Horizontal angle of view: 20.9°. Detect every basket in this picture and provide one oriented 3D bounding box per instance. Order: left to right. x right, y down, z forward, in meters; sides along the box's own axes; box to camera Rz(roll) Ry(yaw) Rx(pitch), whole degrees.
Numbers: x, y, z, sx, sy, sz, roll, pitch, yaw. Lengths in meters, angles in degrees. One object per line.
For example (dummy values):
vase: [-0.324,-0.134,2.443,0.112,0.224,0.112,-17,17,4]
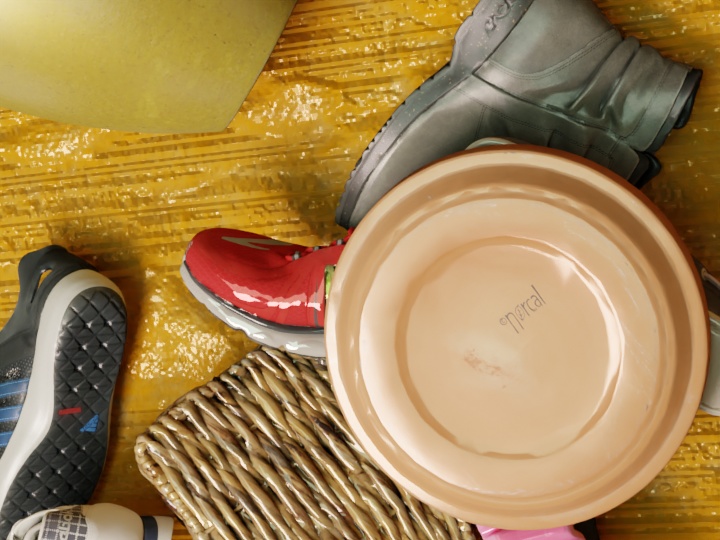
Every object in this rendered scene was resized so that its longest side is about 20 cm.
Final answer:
basket: [-0.022,0.141,1.135,0.142,0.149,0.200,-37,83,-8]

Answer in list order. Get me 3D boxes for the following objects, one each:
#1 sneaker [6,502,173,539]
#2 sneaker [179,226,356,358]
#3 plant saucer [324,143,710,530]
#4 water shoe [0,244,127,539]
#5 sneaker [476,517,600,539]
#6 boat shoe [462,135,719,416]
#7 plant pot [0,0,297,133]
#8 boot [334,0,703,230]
sneaker: [-0.179,0.174,1.161,0.200,0.080,0.077,-38,44,57]
sneaker: [0.000,0.000,1.063,0.199,0.077,0.085,14,124,10]
plant saucer: [0.077,0.037,0.995,0.199,0.032,0.202,3,103,12]
water shoe: [-0.196,0.081,1.210,0.079,0.071,0.201,41,118,42]
sneaker: [0.101,0.141,1.074,0.078,0.095,0.201,-11,71,10]
boat shoe: [0.131,0.001,1.023,0.200,0.057,0.067,40,111,0]
plant pot: [-0.113,-0.155,1.067,0.141,0.200,0.201,28,112,-10]
boot: [0.083,-0.061,1.052,0.130,0.068,0.200,40,117,3]
